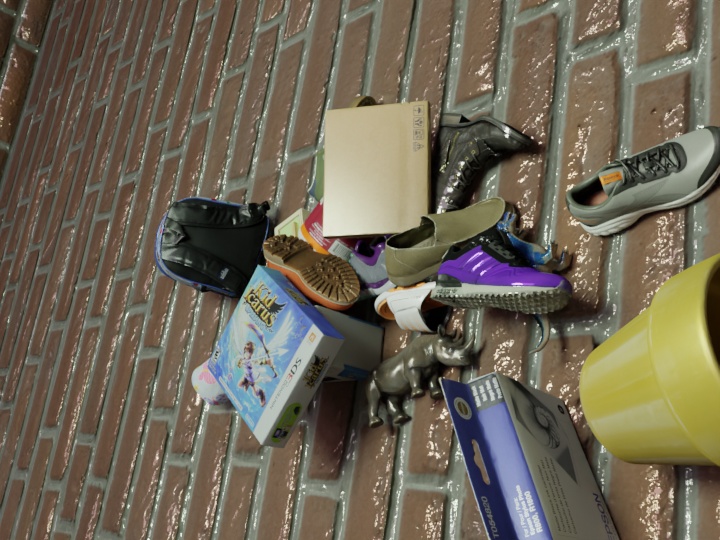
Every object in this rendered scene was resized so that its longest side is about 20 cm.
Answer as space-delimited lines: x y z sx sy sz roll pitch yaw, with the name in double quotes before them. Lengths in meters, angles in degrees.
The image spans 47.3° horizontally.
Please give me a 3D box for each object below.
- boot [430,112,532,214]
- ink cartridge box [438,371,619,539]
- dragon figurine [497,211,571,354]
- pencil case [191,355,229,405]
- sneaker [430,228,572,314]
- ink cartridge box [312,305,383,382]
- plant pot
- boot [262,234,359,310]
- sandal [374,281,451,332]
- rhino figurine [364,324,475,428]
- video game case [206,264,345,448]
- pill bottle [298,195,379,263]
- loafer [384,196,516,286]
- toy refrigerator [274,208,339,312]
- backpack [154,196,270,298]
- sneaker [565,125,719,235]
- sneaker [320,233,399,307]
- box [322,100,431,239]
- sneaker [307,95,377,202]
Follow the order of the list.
"boot" 0.151 -0.134 1.193 0.200 0.069 0.174 23 93 57
"ink cartridge box" 0.186 0.210 0.885 0.041 0.200 0.200 -39 48 29
"dragon figurine" 0.211 0.018 1.053 0.099 0.059 0.200 -11 64 45
"pencil case" -0.212 0.150 1.438 0.200 0.083 0.091 -45 41 25
"sneaker" 0.171 -0.005 1.008 0.200 0.069 0.100 1 71 47
"ink cartridge box" -0.086 0.121 1.266 0.200 0.145 0.084 -12 66 44
"plant pot" 0.326 0.106 0.800 0.189 0.200 0.201 -37 46 52
"boot" -0.070 0.027 1.252 0.200 0.075 0.107 31 136 43
"sandal" 0.102 0.052 1.143 0.206 0.079 0.059 -19 59 39
"rhino figurine" 0.081 0.138 1.141 0.200 0.060 0.088 -38 51 28
"video game case" -0.128 0.117 1.168 0.200 0.045 0.182 42 106 45
"pill bottle" -0.001 -0.102 1.300 0.200 0.113 0.113 -51 43 17
"loafer" 0.120 -0.048 1.128 0.200 0.068 0.076 -30 38 0
"toy refrigerator" -0.094 0.001 1.389 0.076 0.070 0.200 -33 50 34
"backpack" -0.284 -0.049 1.528 0.154 0.190 0.200 -15 60 61
"sneaker" 0.333 -0.107 0.963 0.200 0.079 0.074 -31 50 33
"sneaker" 0.000 0.000 1.255 0.200 0.074 0.088 -17 94 47
"box" 0.023 -0.149 1.220 0.163 0.021 0.201 -2 80 16
"sneaker" -0.040 -0.209 1.425 0.090 0.067 0.201 13 85 44
